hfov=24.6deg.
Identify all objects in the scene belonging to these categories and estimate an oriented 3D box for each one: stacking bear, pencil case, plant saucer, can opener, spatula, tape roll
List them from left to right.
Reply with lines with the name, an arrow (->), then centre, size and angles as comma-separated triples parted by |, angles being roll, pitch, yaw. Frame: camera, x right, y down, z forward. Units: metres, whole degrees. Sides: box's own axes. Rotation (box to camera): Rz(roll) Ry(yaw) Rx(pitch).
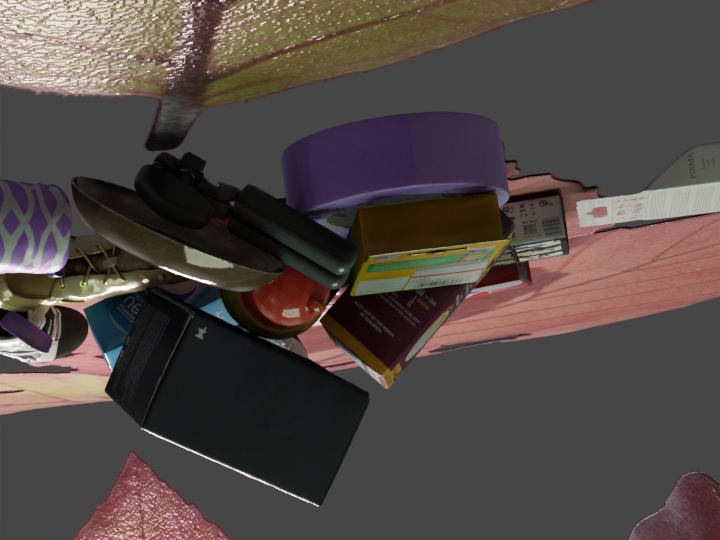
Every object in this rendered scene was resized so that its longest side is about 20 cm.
pencil case -> -0.342, -0.039, 1.408 | 0.199, 0.085, 0.085 | 2, -171, -38
spatula -> -0.322, 0.032, 1.700 | 0.021, 0.056, 0.200 | -50, -169, 24
plant saucer -> -0.161, -0.027, 1.420 | 0.199, 0.032, 0.200 | 23, -173, -3
can opener -> -0.099, -0.039, 1.416 | 0.199, 0.067, 0.053 | 26, 150, -1
stacking bear -> -0.074, 0.011, 1.576 | 0.121, 0.114, 0.200 | 39, 174, -7
tape roll -> 0.030, -0.082, 1.471 | 0.198, 0.066, 0.200 | -7, 169, -1

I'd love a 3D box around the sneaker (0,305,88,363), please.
sneaker -> -0.397, 0.069, 1.974 | 0.199, 0.075, 0.088 | 2, 169, -44

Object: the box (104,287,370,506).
box -> -0.124, 0.120, 1.617 | 0.199, 0.125, 0.196 | 26, 176, -19

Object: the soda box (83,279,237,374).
soda box -> -0.187, 0.037, 1.752 | 0.199, 0.064, 0.068 | -27, 150, -11

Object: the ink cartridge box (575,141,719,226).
ink cartridge box -> 0.322, -0.089, 1.714 | 0.198, 0.051, 0.161 | -5, 171, 8

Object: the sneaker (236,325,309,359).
sneaker -> -0.092, 0.048, 1.861 | 0.129, 0.080, 0.199 | -14, -139, -43

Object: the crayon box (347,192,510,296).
crayon box -> 0.056, -0.024, 1.477 | 0.124, 0.052, 0.200 | -7, 171, -6

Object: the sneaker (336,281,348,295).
sneaker -> 0.000, 0.000, 1.732 | 0.198, 0.082, 0.071 | 4, 128, -10

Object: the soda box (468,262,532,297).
soda box -> 0.100, 0.001, 1.969 | 0.198, 0.071, 0.063 | -11, 171, 19

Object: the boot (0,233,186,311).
boot -> -0.260, -0.006, 1.638 | 0.154, 0.074, 0.199 | -10, 175, 30

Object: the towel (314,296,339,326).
towel -> -0.036, 0.050, 2.282 | 0.145, 0.030, 0.200 | -7, 172, -2

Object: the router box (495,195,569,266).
router box -> 0.131, -0.035, 1.843 | 0.198, 0.052, 0.149 | -9, 172, 7

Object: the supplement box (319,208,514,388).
supplement box -> 0.058, 0.011, 1.642 | 0.200, 0.086, 0.110 | -49, 171, -5
